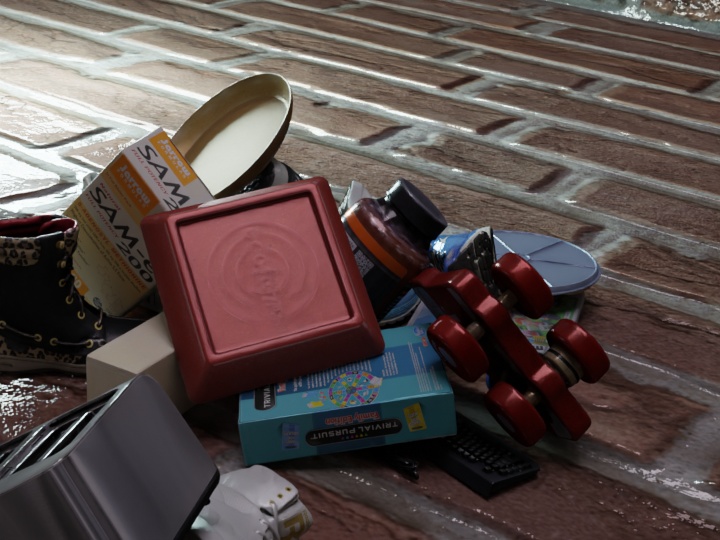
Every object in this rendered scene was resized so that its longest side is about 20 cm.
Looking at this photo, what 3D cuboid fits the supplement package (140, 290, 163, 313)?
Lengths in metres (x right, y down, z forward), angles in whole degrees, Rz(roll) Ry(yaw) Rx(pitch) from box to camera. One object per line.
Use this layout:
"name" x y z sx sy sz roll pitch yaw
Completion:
"supplement package" -0.186 -0.020 1.431 0.198 0.122 0.121 19 25 31

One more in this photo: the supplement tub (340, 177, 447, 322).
"supplement tub" 0.000 0.000 1.305 0.107 0.200 0.107 42 12 -11

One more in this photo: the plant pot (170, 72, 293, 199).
"plant pot" -0.150 -0.137 1.388 0.198 0.028 0.202 -26 37 22

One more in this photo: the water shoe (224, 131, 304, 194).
"water shoe" -0.123 -0.103 1.431 0.078 0.072 0.200 27 4 -34

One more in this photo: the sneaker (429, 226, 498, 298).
"sneaker" 0.103 -0.002 1.363 0.088 0.080 0.200 -10 3 9

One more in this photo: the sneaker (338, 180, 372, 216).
"sneaker" 0.007 -0.055 1.638 0.084 0.073 0.201 25 19 -11

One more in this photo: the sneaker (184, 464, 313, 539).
"sneaker" -0.081 0.211 0.979 0.114 0.075 0.200 -11 26 -25

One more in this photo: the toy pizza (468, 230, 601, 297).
"toy pizza" 0.191 -0.002 1.517 0.196 0.032 0.201 3 21 -1

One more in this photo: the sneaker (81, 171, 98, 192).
"sneaker" -0.281 -0.078 1.599 0.197 0.088 0.075 14 23 18

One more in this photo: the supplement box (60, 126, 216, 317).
"supplement box" -0.244 -0.040 1.329 0.127 0.199 0.073 51 40 -1

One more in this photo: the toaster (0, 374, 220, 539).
"toaster" -0.218 0.182 0.882 0.179 0.120 0.200 -26 12 19

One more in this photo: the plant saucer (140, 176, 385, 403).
"plant saucer" -0.094 0.007 1.206 0.197 0.037 0.202 -13 68 -16

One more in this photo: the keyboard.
"keyboard" 0.063 0.159 1.193 0.126 0.021 0.199 -15 28 -36

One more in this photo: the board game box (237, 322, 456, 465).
"board game box" -0.017 0.115 1.201 0.196 0.048 0.151 -8 23 -1

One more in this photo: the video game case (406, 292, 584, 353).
"video game case" 0.159 0.052 1.450 0.179 0.022 0.200 10 24 14

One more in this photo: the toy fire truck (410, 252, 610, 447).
"toy fire truck" 0.138 0.077 1.214 0.112 0.201 0.168 -42 7 -10

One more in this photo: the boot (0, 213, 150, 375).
"boot" -0.294 0.024 1.275 0.196 0.153 0.073 0 23 -9

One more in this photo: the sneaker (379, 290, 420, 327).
"sneaker" -0.007 0.014 1.423 0.198 0.091 0.078 -12 28 -34

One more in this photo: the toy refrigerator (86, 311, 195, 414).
"toy refrigerator" -0.186 0.088 1.244 0.069 0.077 0.200 15 26 24
